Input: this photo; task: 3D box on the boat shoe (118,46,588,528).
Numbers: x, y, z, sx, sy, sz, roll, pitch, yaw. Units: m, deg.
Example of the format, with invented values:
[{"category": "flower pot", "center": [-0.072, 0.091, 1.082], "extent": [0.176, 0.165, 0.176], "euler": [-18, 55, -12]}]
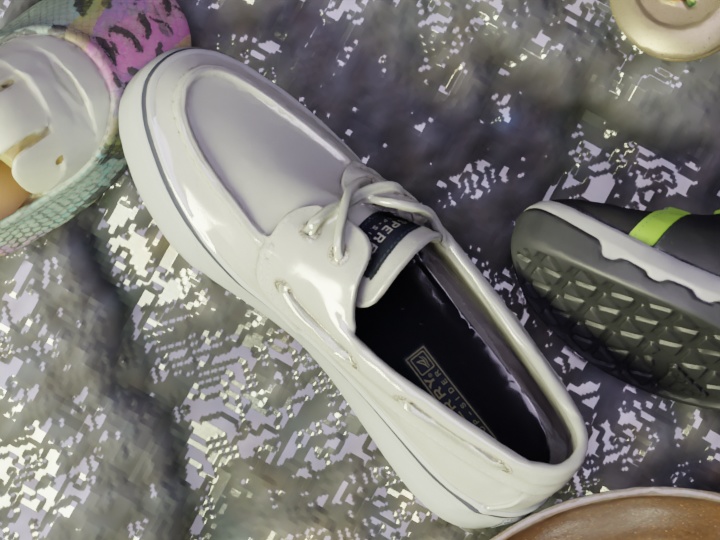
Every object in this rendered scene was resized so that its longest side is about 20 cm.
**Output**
[{"category": "boat shoe", "center": [0.000, 0.000, 0.953], "extent": [0.072, 0.066, 0.200], "euler": [-36, 88, -30]}]

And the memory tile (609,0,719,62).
[{"category": "memory tile", "center": [0.151, -0.172, 0.972], "extent": [0.199, 0.017, 0.154], "euler": [-28, 74, 6]}]

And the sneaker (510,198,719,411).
[{"category": "sneaker", "center": [0.150, 0.005, 0.972], "extent": [0.199, 0.072, 0.083], "euler": [18, 63, 2]}]

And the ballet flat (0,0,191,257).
[{"category": "ballet flat", "center": [-0.143, -0.032, 0.971], "extent": [0.199, 0.071, 0.069], "euler": [-34, 85, -1]}]

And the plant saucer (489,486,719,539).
[{"category": "plant saucer", "center": [0.101, 0.174, 0.968], "extent": [0.199, 0.034, 0.202], "euler": [0, 86, 2]}]
